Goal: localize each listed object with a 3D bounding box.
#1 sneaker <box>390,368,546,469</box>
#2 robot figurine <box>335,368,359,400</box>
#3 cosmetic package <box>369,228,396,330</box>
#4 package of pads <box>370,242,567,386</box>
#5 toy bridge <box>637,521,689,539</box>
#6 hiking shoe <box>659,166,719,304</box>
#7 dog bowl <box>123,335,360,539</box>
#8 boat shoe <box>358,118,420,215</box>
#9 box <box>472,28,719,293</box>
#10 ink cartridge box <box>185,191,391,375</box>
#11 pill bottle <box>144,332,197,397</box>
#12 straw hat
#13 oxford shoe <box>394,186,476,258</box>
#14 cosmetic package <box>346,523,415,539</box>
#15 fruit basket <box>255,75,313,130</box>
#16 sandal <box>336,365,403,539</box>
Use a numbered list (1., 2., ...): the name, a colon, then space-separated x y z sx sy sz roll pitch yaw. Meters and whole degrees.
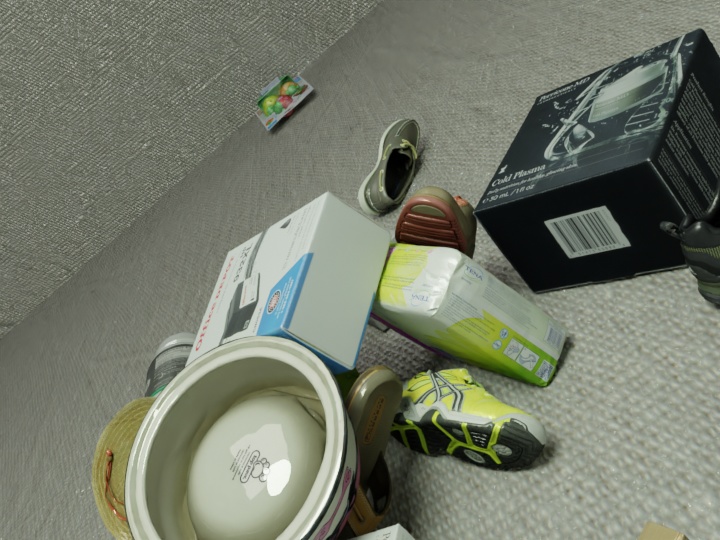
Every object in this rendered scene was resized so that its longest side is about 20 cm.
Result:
1. sneaker: 0.088 0.122 0.695 0.199 0.075 0.077 -2 46 56
2. robot figurine: -0.082 0.156 0.863 0.200 0.116 0.176 -39 25 9
3. cosmetic package: 0.000 0.000 1.048 0.107 0.090 0.200 -46 20 -9
4. package of pads: 0.079 0.035 0.750 0.199 0.154 0.069 8 68 62
5. toy bridge: 0.139 0.235 0.416 0.201 0.067 0.027 -53 25 -19
6. hiking shoe: 0.329 -0.064 0.589 0.200 0.101 0.076 -41 23 4
7. dog bowl: -0.088 0.158 0.627 0.198 0.074 0.202 -14 53 19
8. boat shoe: 0.062 -0.176 1.278 0.060 0.072 0.203 -14 42 46
9. box: 0.249 -0.101 0.764 0.199 0.124 0.197 -15 33 49
10. ink cartridge box: -0.074 0.032 0.757 0.199 0.083 0.146 -24 43 50
11. pill bottle: -0.254 0.173 1.124 0.113 0.113 0.200 -41 22 4
12. straw hat: -0.239 0.252 0.983 0.200 0.202 0.085 -33 -17 23
13. oxford shoe: 0.080 -0.047 0.773 0.200 0.070 0.075 64 -137 -70
14. cosmetic package: -0.031 0.283 0.595 0.199 0.085 0.108 -30 22 30
15. fruit basket: -0.236 -0.514 2.346 0.185 0.094 0.200 -41 26 4
16. sandal: 0.002 0.183 0.669 0.054 0.080 0.202 16 84 35
